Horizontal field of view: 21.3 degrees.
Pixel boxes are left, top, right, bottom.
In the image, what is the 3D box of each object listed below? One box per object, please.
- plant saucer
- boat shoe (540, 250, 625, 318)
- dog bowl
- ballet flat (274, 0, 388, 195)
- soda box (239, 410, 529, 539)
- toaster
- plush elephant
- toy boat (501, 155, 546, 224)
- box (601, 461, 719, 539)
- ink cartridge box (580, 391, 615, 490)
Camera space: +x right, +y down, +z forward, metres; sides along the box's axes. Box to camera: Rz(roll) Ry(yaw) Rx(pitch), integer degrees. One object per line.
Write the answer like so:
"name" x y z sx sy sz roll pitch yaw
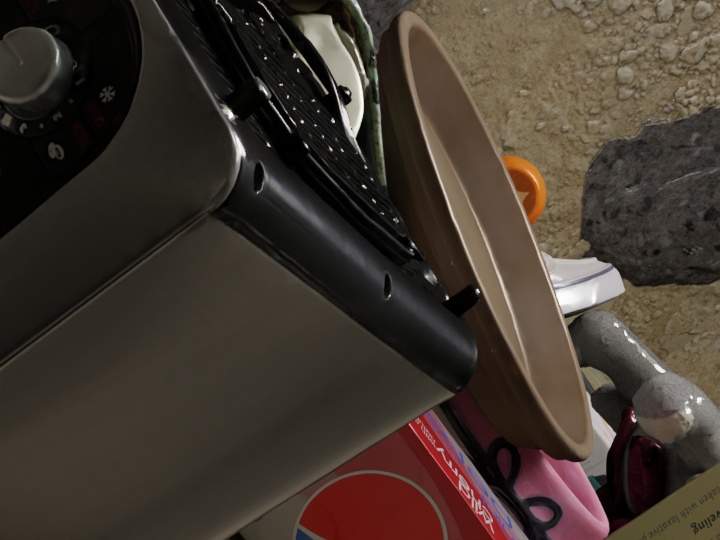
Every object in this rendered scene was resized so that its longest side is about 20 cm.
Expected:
"plant saucer" 0.047 -0.011 0.798 0.200 0.029 0.201 -22 90 -79
"boat shoe" 0.080 0.006 1.142 0.199 0.072 0.066 -12 84 -38
"dog bowl" 0.043 0.074 0.906 0.200 0.074 0.200 53 8 -10
"ballet flat" -0.017 -0.015 0.696 0.074 0.074 0.201 20 60 -77
"soda box" 0.022 0.106 0.638 0.200 0.070 0.063 54 7 -10
"toaster" -0.071 -0.033 0.470 0.181 0.118 0.200 59 9 24
"plush elephant" 0.162 0.147 1.118 0.200 0.155 0.165 43 3 -26
"toy boat" 0.066 -0.027 1.275 0.131 0.131 0.200 50 9 -33
"box" 0.165 0.190 0.762 0.200 0.176 0.097 58 8 25
"ink cartridge box" 0.148 0.128 1.363 0.200 0.067 0.116 48 10 -46
